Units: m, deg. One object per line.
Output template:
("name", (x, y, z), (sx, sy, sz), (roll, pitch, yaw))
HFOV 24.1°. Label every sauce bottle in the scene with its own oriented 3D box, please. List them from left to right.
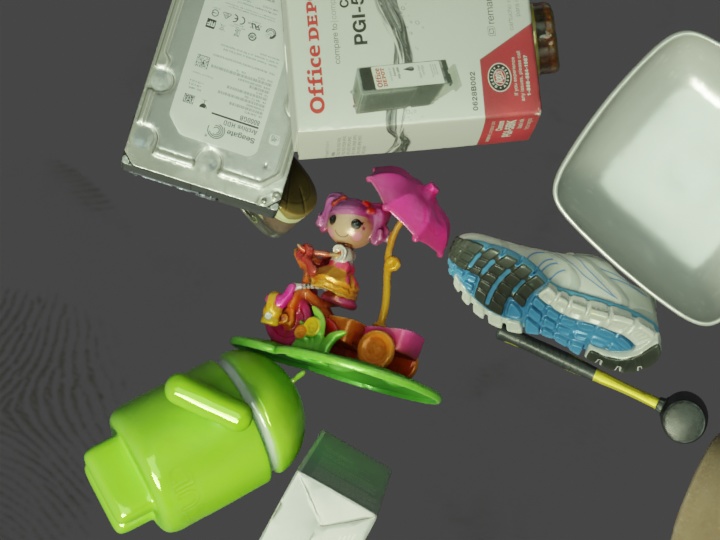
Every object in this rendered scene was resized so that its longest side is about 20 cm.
("sauce bottle", (0.070, -0.185, 1.447), (0.197, 0.066, 0.067), (-10, 93, 5))

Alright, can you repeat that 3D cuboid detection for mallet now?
("mallet", (0.213, 0.093, 1.473), (0.198, 0.066, 0.042), (26, 97, 17))

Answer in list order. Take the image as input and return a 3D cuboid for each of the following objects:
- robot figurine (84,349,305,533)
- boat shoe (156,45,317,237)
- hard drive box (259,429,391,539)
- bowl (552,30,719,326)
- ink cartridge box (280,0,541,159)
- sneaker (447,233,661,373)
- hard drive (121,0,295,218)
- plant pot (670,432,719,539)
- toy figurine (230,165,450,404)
("robot figurine", (-0.133, 0.143, 1.430), (0.198, 0.176, 0.116), (-27, 76, -16))
("boat shoe", (-0.120, -0.113, 1.464), (0.201, 0.073, 0.065), (54, 132, 11))
("hard drive box", (-0.046, 0.234, 1.415), (0.076, 0.200, 0.157), (29, 95, 2))
("bowl", (0.282, -0.080, 1.433), (0.199, 0.075, 0.201), (40, 96, 1))
("ink cartridge box", (0.038, -0.177, 1.362), (0.197, 0.083, 0.149), (-6, 81, -3))
("sneaker", (0.167, 0.013, 1.445), (0.198, 0.087, 0.075), (26, 134, -7))
("hard drive", (-0.107, -0.160, 1.412), (0.138, 0.038, 0.202), (18, 79, -4))
("plant pot", (0.359, 0.217, 1.404), (0.173, 0.200, 0.202), (24, 95, 19))
("toy figurine", (0.000, 0.000, 1.453), (0.198, 0.150, 0.186), (12, 80, 28))
